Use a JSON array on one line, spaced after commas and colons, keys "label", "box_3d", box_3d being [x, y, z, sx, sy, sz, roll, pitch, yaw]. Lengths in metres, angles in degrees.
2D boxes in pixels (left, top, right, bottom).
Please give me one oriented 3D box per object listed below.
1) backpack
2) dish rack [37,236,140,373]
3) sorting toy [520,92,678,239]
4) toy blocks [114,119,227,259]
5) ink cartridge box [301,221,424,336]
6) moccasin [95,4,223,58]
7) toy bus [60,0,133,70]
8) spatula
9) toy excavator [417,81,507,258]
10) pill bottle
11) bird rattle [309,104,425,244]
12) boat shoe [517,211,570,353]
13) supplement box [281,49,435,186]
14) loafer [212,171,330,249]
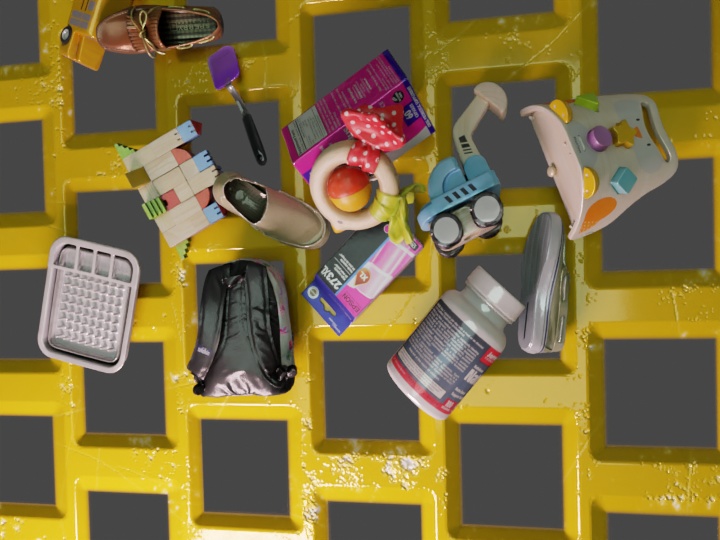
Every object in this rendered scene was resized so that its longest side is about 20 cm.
[{"label": "backpack", "box_3d": [-0.177, 0.083, 0.939, 0.161, 0.127, 0.207, -3, 90, -1]}, {"label": "dish rack", "box_3d": [-0.450, 0.056, 1.029, 0.166, 0.044, 0.207, 12, 93, 9]}, {"label": "sorting toy", "box_3d": [0.348, -0.174, 0.850, 0.175, 0.107, 0.206, -15, 77, -12]}, {"label": "toy blocks", "box_3d": [-0.277, -0.140, 0.975, 0.134, 0.100, 0.204, -28, 97, 1]}, {"label": "ink cartridge box", "box_3d": [0.000, 0.000, 0.951, 0.095, 0.037, 0.200, 45, 100, 7]}, {"label": "moccasin", "box_3d": [-0.313, -0.374, 0.954, 0.194, 0.078, 0.076, -2, 112, -7]}, {"label": "toy bus", "box_3d": [-0.416, -0.431, 0.989, 0.077, 0.065, 0.206, 22, 95, 29]}, {"label": "spatula", "box_3d": [-0.193, -0.264, 0.984, 0.055, 0.020, 0.205, -24, 89, 23]}, {"label": "toy excavator", "box_3d": [0.155, -0.149, 0.895, 0.190, 0.100, 0.205, -26, 78, 9]}, {"label": "pill bottle", "box_3d": [0.141, 0.101, 0.883, 0.119, 0.119, 0.201, 40, 98, 7]}, {"label": "bird rattle", "box_3d": [0.004, -0.122, 0.834, 0.159, 0.115, 0.202, -16, 130, 18]}, {"label": "boat shoe", "box_3d": [0.273, 0.019, 0.893, 0.060, 0.072, 0.207, 5, 96, -15]}, {"label": "supplement box", "box_3d": [-0.005, -0.205, 0.894, 0.197, 0.101, 0.105, -33, 43, 11]}, {"label": "loafer", "box_3d": [-0.137, -0.087, 0.938, 0.195, 0.068, 0.078, 23, 96, -10]}]
